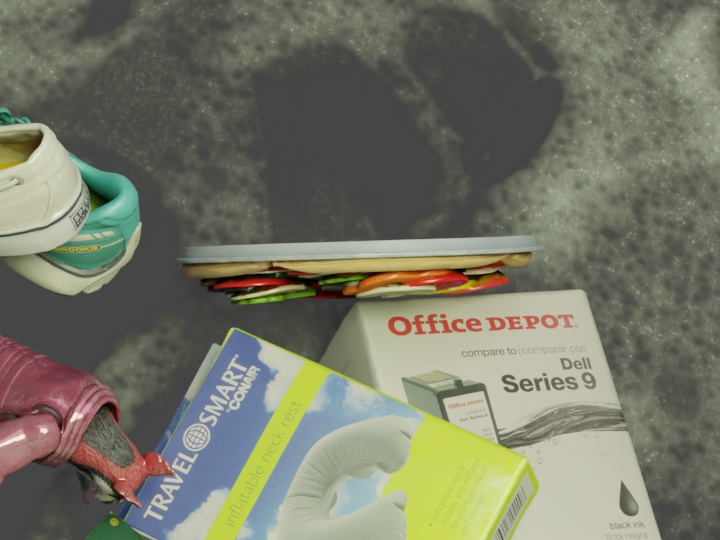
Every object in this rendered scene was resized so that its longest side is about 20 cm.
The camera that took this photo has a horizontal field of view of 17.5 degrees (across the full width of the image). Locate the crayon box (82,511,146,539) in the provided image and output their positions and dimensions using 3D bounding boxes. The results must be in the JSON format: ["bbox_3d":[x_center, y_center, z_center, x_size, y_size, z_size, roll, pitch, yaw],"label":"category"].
[{"bbox_3d":[-0.102,0.245,1.120,0.200,0.058,0.173,39,53,6],"label":"crayon box"}]

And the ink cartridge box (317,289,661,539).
[{"bbox_3d":[0.070,0.116,1.257,0.145,0.084,0.201,-2,60,-22],"label":"ink cartridge box"}]

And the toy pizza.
[{"bbox_3d":[0.000,0.000,1.255,0.199,0.200,0.032,-2,91,-23],"label":"toy pizza"}]

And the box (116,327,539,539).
[{"bbox_3d":[-0.024,0.113,1.178,0.199,0.048,0.122,22,71,22],"label":"box"}]

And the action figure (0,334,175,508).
[{"bbox_3d":[-0.176,0.054,1.155,0.199,0.150,0.134,22,19,15],"label":"action figure"}]

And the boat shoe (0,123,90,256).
[{"bbox_3d":[-0.244,-0.047,1.190,0.200,0.086,0.075,-3,47,14],"label":"boat shoe"}]

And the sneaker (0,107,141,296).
[{"bbox_3d":[-0.208,-0.064,1.268,0.199,0.080,0.078,25,53,-4],"label":"sneaker"}]
